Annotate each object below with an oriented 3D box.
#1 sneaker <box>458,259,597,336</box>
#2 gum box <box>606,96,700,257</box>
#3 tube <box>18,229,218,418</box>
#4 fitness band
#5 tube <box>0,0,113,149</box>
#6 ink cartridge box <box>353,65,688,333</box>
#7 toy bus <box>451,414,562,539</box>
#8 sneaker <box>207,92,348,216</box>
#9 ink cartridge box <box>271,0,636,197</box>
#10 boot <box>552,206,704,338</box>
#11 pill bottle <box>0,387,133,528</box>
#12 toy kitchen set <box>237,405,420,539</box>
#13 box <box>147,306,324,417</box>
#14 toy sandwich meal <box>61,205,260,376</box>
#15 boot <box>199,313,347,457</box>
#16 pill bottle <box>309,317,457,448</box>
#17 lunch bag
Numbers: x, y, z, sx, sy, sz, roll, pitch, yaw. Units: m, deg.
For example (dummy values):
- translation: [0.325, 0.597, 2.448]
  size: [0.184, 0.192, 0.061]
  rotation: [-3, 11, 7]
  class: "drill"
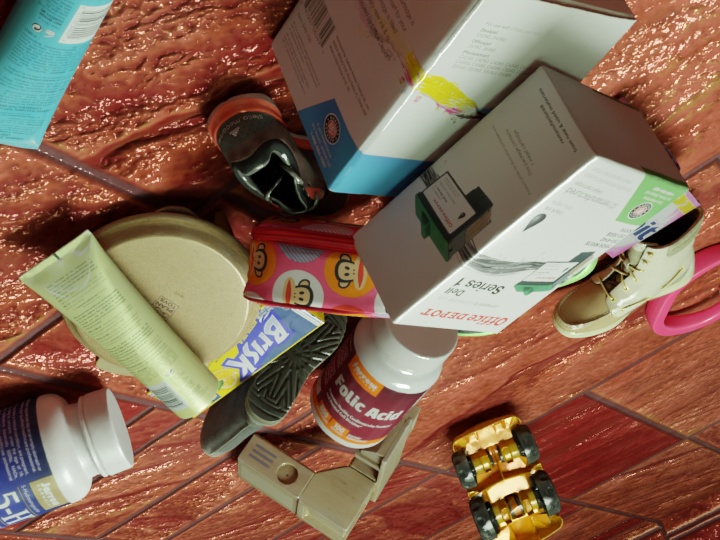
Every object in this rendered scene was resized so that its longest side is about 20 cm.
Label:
- translation: [0.175, 0.003, 1.262]
  size: [0.199, 0.077, 0.084]
  rotation: [-36, 132, 18]
  class: "sneaker"
- translation: [0.273, -0.091, 1.156]
  size: [0.113, 0.067, 0.200]
  rotation: [-32, 151, 21]
  class: "gum box"
- translation: [-0.204, 0.051, 0.972]
  size: [0.052, 0.058, 0.200]
  rotation: [5, 143, 50]
  class: "tube"
- translation: [0.476, 0.028, 1.542]
  size: [0.142, 0.038, 0.201]
  rotation: [-15, 150, -8]
  class: "fitness band"
- translation: [-0.223, -0.143, 0.749]
  size: [0.077, 0.051, 0.200]
  rotation: [7, 145, -36]
  class: "tube"
- translation: [0.115, -0.041, 0.807]
  size: [0.145, 0.085, 0.200]
  rotation: [8, 139, -48]
  class: "ink cartridge box"
- translation: [0.225, 0.321, 1.763]
  size: [0.135, 0.202, 0.192]
  rotation: [-22, -172, 3]
  class: "toy bus"
- translation: [-0.063, -0.073, 0.935]
  size: [0.077, 0.082, 0.200]
  rotation: [-31, 153, 16]
  class: "sneaker"
- translation: [0.059, -0.171, 0.786]
  size: [0.145, 0.148, 0.200]
  rotation: [1, 145, -37]
  class: "ink cartridge box"
- translation: [0.325, -0.002, 1.343]
  size: [0.199, 0.072, 0.155]
  rotation: [-26, 153, -4]
  class: "boot"
- translation: [-0.351, 0.200, 1.167]
  size: [0.198, 0.120, 0.120]
  rotation: [-19, 152, -6]
  class: "pill bottle"
- translation: [-0.037, 0.219, 1.472]
  size: [0.201, 0.180, 0.164]
  rotation: [-54, 169, -27]
  class: "toy kitchen set"
- translation: [-0.131, 0.068, 1.134]
  size: [0.199, 0.065, 0.070]
  rotation: [-37, 130, 24]
  class: "box"
- translation: [-0.184, 0.018, 1.022]
  size: [0.203, 0.071, 0.207]
  rotation: [-5, 128, -7]
  class: "toy sandwich meal"
- translation: [-0.102, 0.121, 1.239]
  size: [0.182, 0.072, 0.200]
  rotation: [-52, -179, -26]
  class: "boot"
- translation: [0.027, 0.115, 1.289]
  size: [0.113, 0.115, 0.200]
  rotation: [-3, 146, -31]
  class: "pill bottle"
- translation: [0.000, 0.000, 0.982]
  size: [0.174, 0.083, 0.200]
  rotation: [8, -175, 10]
  class: "lunch bag"
